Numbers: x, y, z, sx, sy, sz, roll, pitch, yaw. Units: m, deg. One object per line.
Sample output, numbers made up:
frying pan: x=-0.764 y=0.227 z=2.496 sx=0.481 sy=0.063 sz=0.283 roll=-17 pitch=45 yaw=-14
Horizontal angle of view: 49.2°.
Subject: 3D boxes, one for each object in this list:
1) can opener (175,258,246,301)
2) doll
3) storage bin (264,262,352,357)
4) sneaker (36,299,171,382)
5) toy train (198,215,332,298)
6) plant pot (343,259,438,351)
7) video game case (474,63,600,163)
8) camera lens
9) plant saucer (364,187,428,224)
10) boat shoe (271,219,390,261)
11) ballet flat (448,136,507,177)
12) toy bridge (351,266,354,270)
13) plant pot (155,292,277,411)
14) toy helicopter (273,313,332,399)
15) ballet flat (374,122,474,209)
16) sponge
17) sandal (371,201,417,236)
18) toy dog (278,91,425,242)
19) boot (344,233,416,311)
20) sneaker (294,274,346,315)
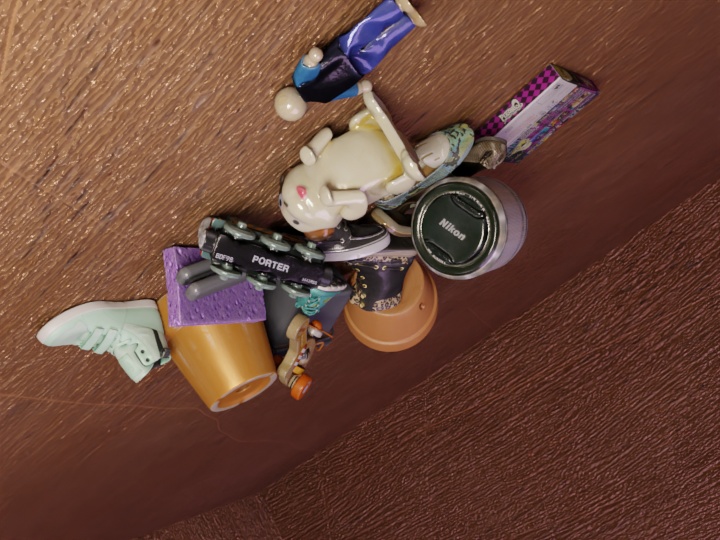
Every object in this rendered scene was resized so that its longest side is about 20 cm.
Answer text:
can opener: x=-0.189 y=0.001 z=1.163 sx=0.066 sy=0.053 sz=0.199 roll=-43 pitch=168 yaw=35
doll: x=-0.017 y=-0.238 z=0.903 sx=0.199 sy=0.049 sz=0.136 roll=-36 pitch=161 yaw=16
storage bin: x=-0.109 y=0.071 z=1.478 sx=0.199 sy=0.146 sz=0.135 roll=-9 pitch=143 yaw=-49
sneaker: x=-0.371 y=0.112 z=1.172 sx=0.199 sy=0.119 sz=0.074 roll=-8 pitch=154 yaw=-48
toy train: x=-0.137 y=-0.023 z=1.111 sx=0.198 sy=0.114 sz=0.086 roll=16 pitch=102 yaw=-23
plant pot: x=0.057 y=0.046 z=1.554 sx=0.198 sy=0.202 sz=0.140 roll=-28 pitch=161 yaw=-6
video game case: x=0.298 y=-0.264 z=1.361 sx=0.200 sy=0.036 sz=0.180 roll=-42 pitch=158 yaw=32
camera lens: x=0.184 y=-0.074 z=1.299 sx=0.159 sy=0.161 sz=0.199 roll=-38 pitch=169 yaw=25
plant saucer: x=0.085 y=-0.107 z=1.462 sx=0.198 sy=0.030 sz=0.200 roll=-27 pitch=162 yaw=-10
boat shoe: x=-0.050 y=-0.058 z=1.262 sx=0.197 sy=0.070 sz=0.067 roll=-6 pitch=118 yaw=-4
ballet flat: x=0.183 y=-0.176 z=1.296 sx=0.066 sy=0.047 sz=0.200 roll=9 pitch=173 yaw=-18
toy bridge: x=0.070 y=-0.063 z=1.466 sx=0.198 sy=0.027 sz=0.067 roll=-24 pitch=161 yaw=-17
plant pot: x=-0.234 y=0.126 z=1.321 sx=0.198 sy=0.185 sz=0.201 roll=-27 pitch=163 yaw=-9
toy helicopter: x=-0.101 y=0.126 z=1.358 sx=0.133 sy=0.078 sz=0.201 roll=-52 pitch=165 yaw=-27
ballet flat: x=0.092 y=-0.166 z=1.249 sx=0.199 sy=0.075 sz=0.074 roll=-39 pitch=160 yaw=22
sponge: x=-0.218 y=0.025 z=1.194 sx=0.029 sy=0.113 sz=0.199 roll=-11 pitch=173 yaw=30
sandal: x=0.092 y=-0.092 z=1.369 sx=0.199 sy=0.080 sz=0.054 roll=6 pitch=120 yaw=-55
toy dog: x=-0.026 y=-0.133 z=1.080 sx=0.199 sy=0.141 sz=0.194 roll=-32 pitch=-178 yaw=10
boot: x=0.000 y=0.000 z=1.402 sx=0.197 sy=0.074 sz=0.152 roll=-3 pitch=133 yaw=-15
sneaker: x=-0.071 y=0.038 z=1.297 sx=0.200 sy=0.077 sz=0.080 roll=125 pitch=-9 yaw=-85
